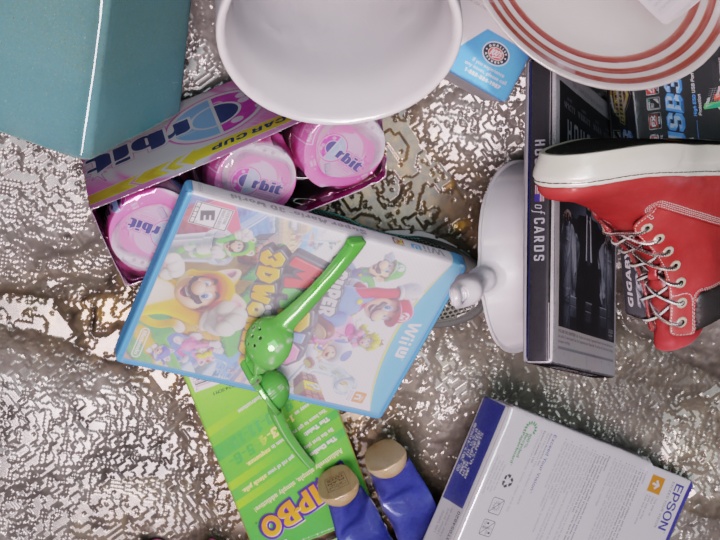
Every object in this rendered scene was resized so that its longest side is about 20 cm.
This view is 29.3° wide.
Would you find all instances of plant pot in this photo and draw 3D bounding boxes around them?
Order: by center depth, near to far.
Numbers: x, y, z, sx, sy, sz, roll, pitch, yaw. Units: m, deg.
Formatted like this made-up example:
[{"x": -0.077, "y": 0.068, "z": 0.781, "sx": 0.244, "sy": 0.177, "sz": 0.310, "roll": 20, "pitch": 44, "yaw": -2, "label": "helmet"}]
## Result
[{"x": -0.186, "y": -0.199, "z": 0.867, "sx": 0.141, "sy": 0.141, "sz": 0.200, "roll": 19, "pitch": 113, "yaw": 11, "label": "plant pot"}]

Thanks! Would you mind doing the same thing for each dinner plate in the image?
[{"x": 0.159, "y": -0.210, "z": 0.915, "sx": 0.200, "sy": 0.024, "sz": 0.200, "roll": 4, "pitch": 76, "yaw": -16, "label": "dinner plate"}]

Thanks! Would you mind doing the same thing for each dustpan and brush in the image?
[{"x": 0.096, "y": 0.000, "z": 0.942, "sx": 0.057, "sy": 0.200, "sz": 0.140, "roll": -4, "pitch": 98, "yaw": 10, "label": "dustpan and brush"}]

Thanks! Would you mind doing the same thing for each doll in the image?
[{"x": 0.032, "y": 0.227, "z": 1.019, "sx": 0.136, "sy": 0.048, "sz": 0.200, "roll": -29, "pitch": 112, "yaw": -9, "label": "doll"}]

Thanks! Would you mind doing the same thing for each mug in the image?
[{"x": -0.016, "y": -0.220, "z": 0.842, "sx": 0.148, "sy": 0.175, "sz": 0.200, "roll": -2, "pitch": 141, "yaw": -2, "label": "mug"}]

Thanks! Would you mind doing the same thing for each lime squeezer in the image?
[{"x": -0.049, "y": 0.063, "z": 0.930, "sx": 0.071, "sy": 0.038, "sz": 0.200, "roll": -21, "pitch": 135, "yaw": -39, "label": "lime squeezer"}]

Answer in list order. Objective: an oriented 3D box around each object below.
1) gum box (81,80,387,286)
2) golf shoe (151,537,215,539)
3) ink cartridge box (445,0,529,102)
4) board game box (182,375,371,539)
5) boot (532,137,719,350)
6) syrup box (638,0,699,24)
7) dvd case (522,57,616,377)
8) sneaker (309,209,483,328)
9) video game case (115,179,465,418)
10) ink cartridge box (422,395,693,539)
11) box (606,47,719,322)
[{"x": -0.085, "y": -0.077, "z": 0.942, "sx": 0.200, "sy": 0.114, "sz": 0.066, "roll": -23, "pitch": 121, "yaw": -3, "label": "gum box"}, {"x": -0.085, "y": 0.242, "z": 0.990, "sx": 0.200, "sy": 0.075, "sz": 0.092, "roll": 4, "pitch": 84, "yaw": 11, "label": "golf shoe"}, {"x": 0.094, "y": -0.234, "z": 0.973, "sx": 0.115, "sy": 0.068, "sz": 0.200, "roll": 28, "pitch": 93, "yaw": -10, "label": "ink cartridge box"}, {"x": -0.060, "y": 0.120, "z": 1.005, "sx": 0.096, "sy": 0.030, "sz": 0.200, "roll": -20, "pitch": 106, "yaw": -3, "label": "board game box"}, {"x": 0.185, "y": -0.015, "z": 0.897, "sx": 0.200, "sy": 0.072, "sz": 0.144, "roll": -2, "pitch": 101, "yaw": -43, "label": "boot"}, {"x": 0.163, "y": -0.262, "z": 0.874, "sx": 0.200, "sy": 0.081, "sz": 0.079, "roll": 44, "pitch": 66, "yaw": -2, "label": "syrup box"}, {"x": 0.146, "y": -0.030, "z": 0.947, "sx": 0.025, "sy": 0.150, "sz": 0.200, "roll": -1, "pitch": 82, "yaw": 26, "label": "dvd case"}, {"x": 0.000, "y": 0.000, "z": 0.978, "sx": 0.200, "sy": 0.091, "sz": 0.078, "roll": 14, "pitch": 96, "yaw": -7, "label": "sneaker"}, {"x": -0.047, "y": 0.025, "z": 0.927, "sx": 0.200, "sy": 0.018, "sz": 0.143, "roll": 15, "pitch": 121, "yaw": -22, "label": "video game case"}, {"x": 0.134, "y": 0.213, "z": 1.020, "sx": 0.200, "sy": 0.041, "sz": 0.200, "roll": 25, "pitch": 88, "yaw": -32, "label": "ink cartridge box"}, {"x": 0.283, "y": -0.074, "z": 1.006, "sx": 0.198, "sy": 0.050, "sz": 0.200, "roll": -10, "pitch": 98, "yaw": -14, "label": "box"}]
